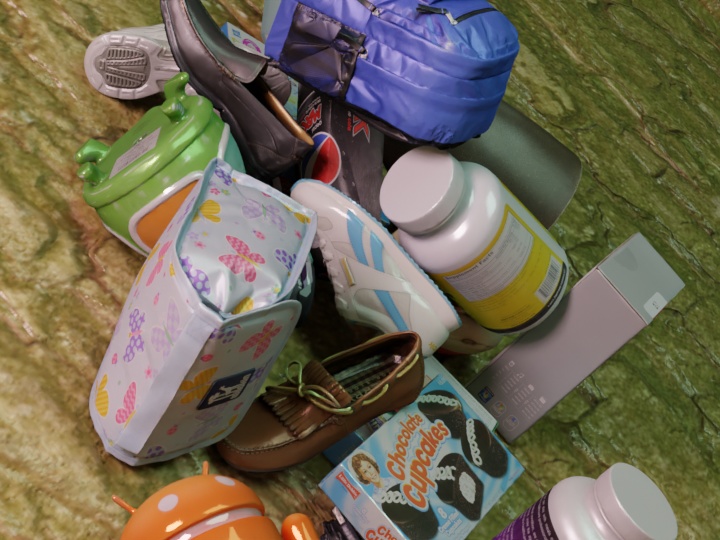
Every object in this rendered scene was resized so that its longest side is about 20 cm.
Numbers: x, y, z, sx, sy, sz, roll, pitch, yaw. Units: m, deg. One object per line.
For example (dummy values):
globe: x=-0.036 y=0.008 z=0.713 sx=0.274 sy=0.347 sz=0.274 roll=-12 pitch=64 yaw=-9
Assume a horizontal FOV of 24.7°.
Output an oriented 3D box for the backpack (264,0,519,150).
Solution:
backpack: x=0.040 y=-0.210 z=1.465 sx=0.199 sy=0.169 sz=0.162 roll=34 pitch=32 yaw=19

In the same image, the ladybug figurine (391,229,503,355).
ladybug figurine: x=0.072 y=0.026 z=1.648 sx=0.199 sy=0.072 sz=0.137 roll=20 pitch=46 yaw=-50

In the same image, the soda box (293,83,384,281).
soda box: x=-0.022 y=-0.093 z=1.590 sx=0.070 sy=0.063 sz=0.203 roll=10 pitch=76 yaw=-35

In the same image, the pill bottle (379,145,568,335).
pill bottle: x=0.104 y=-0.031 z=1.539 sx=0.200 sy=0.111 sz=0.113 roll=41 pitch=24 yaw=-42

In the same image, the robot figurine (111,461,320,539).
robot figurine: x=-0.096 y=0.227 z=1.127 sx=0.201 sy=0.143 sz=0.117 roll=59 pitch=9 yaw=22

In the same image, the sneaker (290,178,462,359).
sneaker: x=0.000 y=0.000 z=1.496 sx=0.200 sy=0.081 sz=0.077 roll=47 pitch=-4 yaw=6

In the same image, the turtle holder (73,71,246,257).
turtle holder: x=-0.169 y=-0.078 z=1.433 sx=0.132 sy=0.141 sz=0.185 roll=52 pitch=-15 yaw=-19

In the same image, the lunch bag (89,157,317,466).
lunch bag: x=-0.122 y=0.043 z=1.270 sx=0.126 sy=0.170 sz=0.201 roll=29 pitch=30 yaw=-6

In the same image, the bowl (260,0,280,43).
bowl: x=-0.031 y=-0.260 z=1.815 sx=0.199 sy=0.106 sz=0.201 roll=27 pitch=-1 yaw=0

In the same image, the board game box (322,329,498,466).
board game box: x=0.038 y=0.139 z=1.501 sx=0.153 sy=0.040 sz=0.200 roll=46 pitch=28 yaw=-1

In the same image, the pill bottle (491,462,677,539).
pill bottle: x=0.166 y=0.249 z=1.362 sx=0.112 sy=0.200 sz=0.113 roll=32 pitch=31 yaw=-22

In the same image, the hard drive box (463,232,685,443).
hard drive box: x=0.218 y=0.067 z=1.671 sx=0.077 sy=0.200 sz=0.156 roll=48 pitch=29 yaw=6

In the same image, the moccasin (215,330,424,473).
moccasin: x=-0.030 y=0.105 z=1.353 sx=0.199 sy=0.078 sz=0.074 roll=-19 pitch=47 yaw=-24

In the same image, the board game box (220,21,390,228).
board game box: x=-0.071 y=-0.136 z=1.696 sx=0.199 sy=0.056 sz=0.197 roll=28 pitch=33 yaw=-30

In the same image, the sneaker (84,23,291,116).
sneaker: x=-0.162 y=-0.203 z=1.588 sx=0.197 sy=0.079 sz=0.100 roll=13 pitch=24 yaw=-6

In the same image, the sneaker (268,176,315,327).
sneaker: x=-0.105 y=-0.023 z=1.513 sx=0.086 sy=0.075 sz=0.201 roll=4 pitch=39 yaw=-26

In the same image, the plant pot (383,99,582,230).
plant pot: x=0.103 y=-0.123 z=1.750 sx=0.200 sy=0.186 sz=0.188 roll=44 pitch=27 yaw=-19

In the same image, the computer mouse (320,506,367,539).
computer mouse: x=-0.033 y=0.245 z=1.256 sx=0.199 sy=0.053 sz=0.139 roll=4 pitch=50 yaw=-52

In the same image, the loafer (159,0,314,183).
loafer: x=-0.112 y=-0.178 z=1.498 sx=0.201 sy=0.072 sz=0.073 roll=59 pitch=23 yaw=-16

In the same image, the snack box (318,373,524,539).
snack box: x=0.056 y=0.175 z=1.395 sx=0.116 sy=0.037 sz=0.200 roll=48 pitch=33 yaw=4
